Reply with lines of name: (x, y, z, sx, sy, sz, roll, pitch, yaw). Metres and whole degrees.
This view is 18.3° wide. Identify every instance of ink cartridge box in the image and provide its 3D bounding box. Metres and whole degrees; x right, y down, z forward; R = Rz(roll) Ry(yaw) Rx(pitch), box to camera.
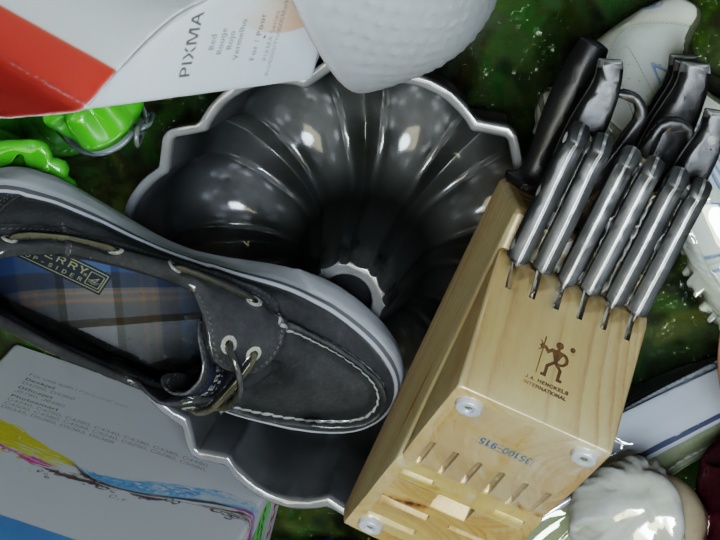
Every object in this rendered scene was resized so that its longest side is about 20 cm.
ink cartridge box: (-0.130, -0.115, 0.843, 0.162, 0.199, 0.050, 30, 113, 30)
ink cartridge box: (-0.132, 0.150, 0.964, 0.145, 0.200, 0.148, 17, 112, 5)

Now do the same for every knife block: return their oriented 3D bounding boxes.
knife block: (0.072, 0.007, 0.879, 0.064, 0.176, 0.200, 24, 147, -6)

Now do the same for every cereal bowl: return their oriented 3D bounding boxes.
cereal bowl: (0.011, -0.172, 0.829, 0.083, 0.200, 0.201, -15, 107, 11)

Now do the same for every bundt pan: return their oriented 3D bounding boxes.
bundt pan: (0.000, 0.000, 0.957, 0.200, 0.076, 0.204, 3, 110, 9)

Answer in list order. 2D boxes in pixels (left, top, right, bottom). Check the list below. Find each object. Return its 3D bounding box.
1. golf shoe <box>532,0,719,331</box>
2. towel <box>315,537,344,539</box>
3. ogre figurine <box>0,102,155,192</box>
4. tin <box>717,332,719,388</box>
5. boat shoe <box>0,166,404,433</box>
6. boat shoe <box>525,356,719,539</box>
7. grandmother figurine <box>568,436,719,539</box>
golf shoe: (0.166, -0.026, 0.925, 0.200, 0.078, 0.097, 43, 101, -11)
towel: (-0.043, 0.233, 1.010, 0.049, 0.148, 0.201, 19, 111, 12)
ogre figurine: (-0.165, -0.033, 0.949, 0.098, 0.120, 0.201, 32, 113, -8)
tin: (0.239, 0.019, 0.899, 0.199, 0.042, 0.113, -25, 100, -12)
boat shoe: (-0.070, 0.024, 0.878, 0.199, 0.066, 0.070, 28, 116, -21)
boat shoe: (0.085, 0.108, 0.963, 0.199, 0.072, 0.062, -32, 91, -3)
grandmother figurine: (0.180, 0.109, 0.924, 0.198, 0.122, 0.061, 6, 136, -17)
